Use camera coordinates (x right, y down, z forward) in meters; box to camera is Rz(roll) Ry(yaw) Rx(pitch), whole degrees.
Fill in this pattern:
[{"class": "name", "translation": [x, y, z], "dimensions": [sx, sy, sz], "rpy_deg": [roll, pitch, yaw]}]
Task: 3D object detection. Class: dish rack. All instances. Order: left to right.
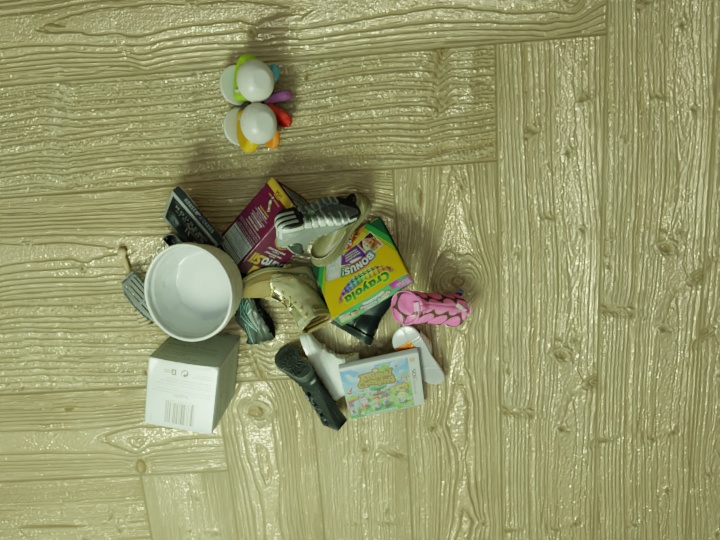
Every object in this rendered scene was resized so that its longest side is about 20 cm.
[{"class": "dish rack", "translation": [-0.475, 0.026, 1.371], "dimensions": [0.199, 0.055, 0.154], "rpy_deg": [-41, 100, -1]}]

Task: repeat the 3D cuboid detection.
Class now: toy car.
[{"class": "toy car", "translation": [-0.218, -0.366, 1.246], "dimensions": [0.147, 0.174, 0.205], "rpy_deg": [-10, 105, -31]}]

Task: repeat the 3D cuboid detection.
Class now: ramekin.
[{"class": "ramekin", "translation": [-0.344, 0.039, 1.202], "dimensions": [0.195, 0.105, 0.206], "rpy_deg": [2, 98, 10]}]

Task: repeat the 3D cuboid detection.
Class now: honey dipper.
[{"class": "honey dipper", "translation": [-0.563, 0.043, 1.401], "dimensions": [0.037, 0.038, 0.205], "rpy_deg": [-15, 100, 6]}]

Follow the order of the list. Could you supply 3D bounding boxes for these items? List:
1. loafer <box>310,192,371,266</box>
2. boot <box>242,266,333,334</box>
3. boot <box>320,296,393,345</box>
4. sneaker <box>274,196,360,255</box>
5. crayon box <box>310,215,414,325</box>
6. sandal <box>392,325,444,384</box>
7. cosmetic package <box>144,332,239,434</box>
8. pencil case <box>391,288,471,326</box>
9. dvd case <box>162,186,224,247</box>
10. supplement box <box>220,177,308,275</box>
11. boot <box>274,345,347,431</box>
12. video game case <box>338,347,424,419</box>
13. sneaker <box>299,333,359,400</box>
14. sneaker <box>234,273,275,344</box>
[{"class": "loafer", "translation": [-0.056, -0.102, 1.308], "dimensions": [0.075, 0.067, 0.202], "rpy_deg": [30, 81, 37]}, {"class": "boot", "translation": [-0.169, 0.072, 1.287], "dimensions": [0.197, 0.157, 0.073], "rpy_deg": [-5, 143, -37]}, {"class": "boot", "translation": [-0.016, 0.061, 1.367], "dimensions": [0.197, 0.076, 0.171], "rpy_deg": [27, 86, 18]}, {"class": "sneaker", "translation": [-0.099, -0.092, 1.246], "dimensions": [0.196, 0.076, 0.117], "rpy_deg": [-11, 145, -22]}, {"class": "crayon box", "translation": [0.000, 0.000, 1.306], "dimensions": [0.198, 0.175, 0.058], "rpy_deg": [-31, 145, 9]}, {"class": "sandal", "translation": [0.145, 0.201, 1.404], "dimensions": [0.078, 0.060, 0.208], "rpy_deg": [-21, 123, 23]}, {"class": "cosmetic package", "translation": [-0.398, 0.257, 1.359], "dimensions": [0.163, 0.200, 0.171], "rpy_deg": [9, 104, 0]}, {"class": "pencil case", "translation": [0.165, 0.087, 1.307], "dimensions": [0.197, 0.093, 0.093], "rpy_deg": [3, 94, -43]}, {"class": "dvd case", "translation": [-0.385, -0.097, 1.292], "dimensions": [0.025, 0.199, 0.151], "rpy_deg": [-43, 98, -26]}, {"class": "supplement box", "translation": [-0.206, -0.089, 1.294], "dimensions": [0.200, 0.130, 0.104], "rpy_deg": [-46, 61, 12]}, {"class": "boot", "translation": [-0.125, 0.295, 1.418], "dimensions": [0.065, 0.164, 0.202], "rpy_deg": [-39, 123, -14]}, {"class": "video game case", "translation": [0.055, 0.283, 1.397], "dimensions": [0.195, 0.022, 0.185], "rpy_deg": [-11, 125, -1]}, {"class": "sneaker", "translation": [-0.062, 0.215, 1.408], "dimensions": [0.114, 0.074, 0.202], "rpy_deg": [-28, 110, 6]}, {"class": "sneaker", "translation": [-0.279, 0.091, 1.382], "dimensions": [0.078, 0.076, 0.204], "rpy_deg": [-20, 101, 9]}]
